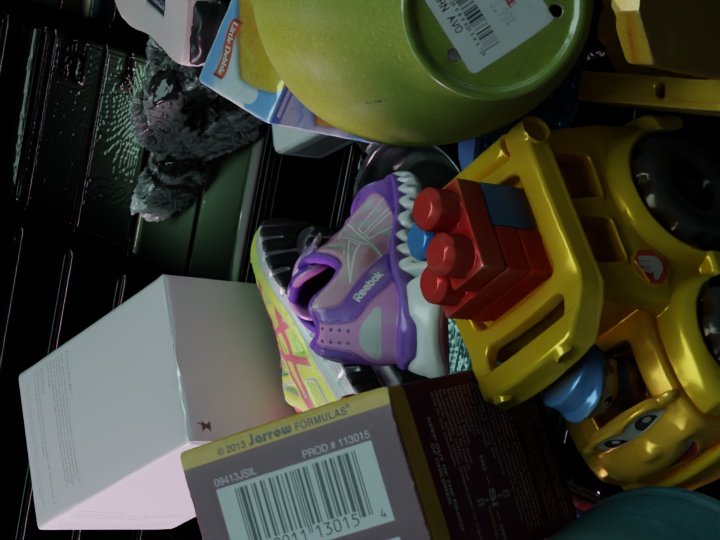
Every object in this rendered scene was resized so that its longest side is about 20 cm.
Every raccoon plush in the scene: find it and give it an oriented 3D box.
[{"bbox_3d":[-0.140,-0.144,1.537,0.200,0.097,0.134,-41,49,42],"label":"raccoon plush"}]

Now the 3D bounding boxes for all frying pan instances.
[{"bbox_3d":[0.015,-0.051,1.352,0.190,0.031,0.115,43,130,33],"label":"frying pan"}]

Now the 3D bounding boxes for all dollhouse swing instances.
[{"bbox_3d":[0.145,-0.188,1.114,0.182,0.176,0.200,11,96,50],"label":"dollhouse swing"}]

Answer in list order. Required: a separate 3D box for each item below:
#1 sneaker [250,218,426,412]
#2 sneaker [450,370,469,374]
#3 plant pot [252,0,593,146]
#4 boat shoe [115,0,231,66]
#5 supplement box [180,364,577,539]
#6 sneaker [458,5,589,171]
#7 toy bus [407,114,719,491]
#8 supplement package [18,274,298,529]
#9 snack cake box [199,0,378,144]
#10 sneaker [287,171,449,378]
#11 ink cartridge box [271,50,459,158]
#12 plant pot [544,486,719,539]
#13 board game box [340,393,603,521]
[{"bbox_3d":[-0.029,0.051,1.390,0.090,0.078,0.200,-60,43,39],"label":"sneaker"},{"bbox_3d":[0.045,0.166,1.303,0.112,0.073,0.200,47,119,26],"label":"sneaker"},{"bbox_3d":[0.047,-0.144,1.109,0.200,0.187,0.187,-131,52,-75],"label":"plant pot"},{"bbox_3d":[-0.103,-0.190,1.426,0.200,0.093,0.075,-128,40,-51],"label":"boat shoe"},{"bbox_3d":[0.015,0.119,1.141,0.131,0.200,0.103,-20,83,25],"label":"supplement box"},{"bbox_3d":[0.092,-0.145,1.268,0.078,0.070,0.200,29,106,57],"label":"sneaker"},{"bbox_3d":[0.110,0.018,1.127,0.136,0.192,0.200,-40,59,40],"label":"toy bus"},{"bbox_3d":[-0.133,0.097,1.477,0.200,0.120,0.121,-31,62,46],"label":"supplement package"},{"bbox_3d":[-0.003,-0.183,1.270,0.067,0.115,0.200,33,106,35],"label":"snack cake box"},{"bbox_3d":[0.000,0.000,1.244,0.200,0.088,0.081,-100,5,-66],"label":"sneaker"},{"bbox_3d":[0.007,-0.187,1.389,0.200,0.045,0.176,-23,70,48],"label":"ink cartridge box"},{"bbox_3d":[0.113,0.229,1.069,0.200,0.188,0.200,14,110,41],"label":"plant pot"},{"bbox_3d":[0.063,0.156,1.243,0.200,0.019,0.103,21,104,24],"label":"board game box"}]
